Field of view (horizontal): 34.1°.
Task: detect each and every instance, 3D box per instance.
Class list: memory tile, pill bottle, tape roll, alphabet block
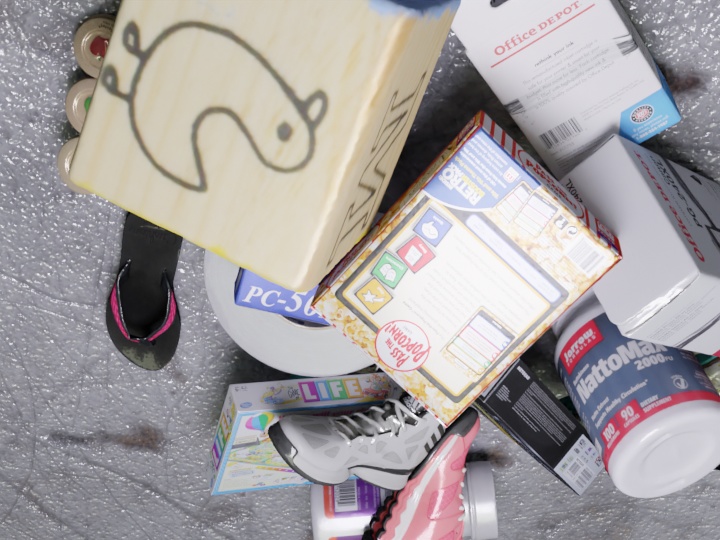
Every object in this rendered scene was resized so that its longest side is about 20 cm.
[{"bbox_3d":[-0.150,-0.115,0.971,0.197,0.017,0.155,15,110,0],"label":"memory tile"},{"bbox_3d":[0.048,0.257,1.281,0.197,0.112,0.113,-5,131,3],"label":"pill bottle"},{"bbox_3d":[-0.038,-0.009,1.049,0.197,0.066,0.203,1,115,2],"label":"tape roll"},{"bbox_3d":[-0.061,-0.133,0.832,0.193,0.196,0.202,25,110,9],"label":"alphabet block"},{"bbox_3d":[0.246,0.093,1.077,0.118,0.201,0.121,-12,136,-11],"label":"pill bottle"}]

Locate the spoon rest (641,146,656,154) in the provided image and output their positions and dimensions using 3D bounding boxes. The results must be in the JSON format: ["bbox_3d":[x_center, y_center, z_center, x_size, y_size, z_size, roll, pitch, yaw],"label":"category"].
[{"bbox_3d":[0.176,-0.055,1.046,0.198,0.061,0.099,-22,153,19],"label":"spoon rest"}]

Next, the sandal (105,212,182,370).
[{"bbox_3d":[-0.207,0.026,1.121,0.074,0.045,0.202,6,130,-7],"label":"sandal"}]

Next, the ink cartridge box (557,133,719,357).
[{"bbox_3d":[0.263,-0.015,0.986,0.083,0.147,0.199,-41,147,28],"label":"ink cartridge box"}]

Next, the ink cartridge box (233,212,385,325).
[{"bbox_3d":[0.000,0.000,0.982,0.197,0.044,0.095,12,113,-12],"label":"ink cartridge box"}]

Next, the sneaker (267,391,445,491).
[{"bbox_3d":[0.008,0.139,1.097,0.199,0.076,0.116,19,117,-50],"label":"sneaker"}]

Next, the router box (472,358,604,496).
[{"bbox_3d":[0.133,0.114,1.115,0.052,0.157,0.200,-48,131,-3],"label":"router box"}]

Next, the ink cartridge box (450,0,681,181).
[{"bbox_3d":[0.159,-0.179,0.942,0.115,0.068,0.200,-28,126,21],"label":"ink cartridge box"}]

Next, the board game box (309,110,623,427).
[{"bbox_3d":[0.080,0.002,0.914,0.151,0.046,0.200,41,110,-8],"label":"board game box"}]

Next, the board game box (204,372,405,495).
[{"bbox_3d":[-0.046,0.161,1.166,0.197,0.034,0.135,-2,137,-25],"label":"board game box"}]

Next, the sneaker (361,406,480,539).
[{"bbox_3d":[0.078,0.234,1.200,0.086,0.074,0.202,31,92,-9],"label":"sneaker"}]

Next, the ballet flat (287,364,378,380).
[{"bbox_3d":[-0.022,0.100,1.173,0.063,0.068,0.201,29,123,-13],"label":"ballet flat"}]

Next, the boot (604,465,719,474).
[{"bbox_3d":[0.339,0.144,1.214,0.155,0.080,0.213,1,131,-2],"label":"boot"}]

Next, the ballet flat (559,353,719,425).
[{"bbox_3d":[0.282,0.137,1.160,0.198,0.075,0.065,-23,96,33],"label":"ballet flat"}]
